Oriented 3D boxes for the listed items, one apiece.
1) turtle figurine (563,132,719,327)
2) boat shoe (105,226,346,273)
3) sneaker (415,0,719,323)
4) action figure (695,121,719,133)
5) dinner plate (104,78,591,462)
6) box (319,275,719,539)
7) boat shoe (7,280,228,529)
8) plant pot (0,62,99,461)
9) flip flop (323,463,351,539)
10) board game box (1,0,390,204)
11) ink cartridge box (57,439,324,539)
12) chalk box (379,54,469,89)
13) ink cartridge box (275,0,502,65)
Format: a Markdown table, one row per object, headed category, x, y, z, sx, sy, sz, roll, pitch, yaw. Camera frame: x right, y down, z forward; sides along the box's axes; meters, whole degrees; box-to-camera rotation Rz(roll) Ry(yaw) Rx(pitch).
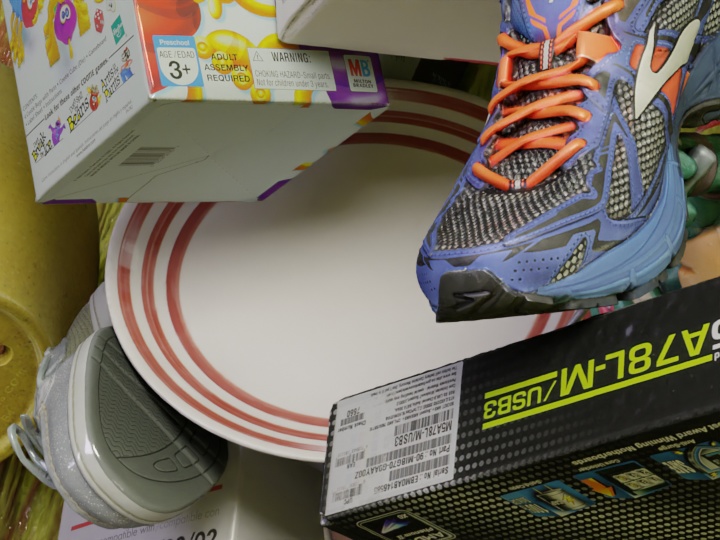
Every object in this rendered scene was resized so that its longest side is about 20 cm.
| category | x | y | z | sx | sy | sz | roll | pitch | yaw |
| --- | --- | --- | --- | --- | --- | --- | --- | --- | --- |
| turtle figurine | 0.139 | 0.000 | 0.742 | 0.200 | 0.150 | 0.101 | -24 | 30 | 26 |
| boat shoe | -0.057 | -0.006 | 1.005 | 0.200 | 0.064 | 0.071 | 4 | 70 | 49 |
| sneaker | 0.062 | -0.055 | 0.661 | 0.075 | 0.079 | 0.200 | -8 | 32 | 31 |
| action figure | 0.160 | -0.127 | 0.841 | 0.099 | 0.065 | 0.201 | -6 | 61 | 38 |
| dinner plate | 0.000 | 0.000 | 0.892 | 0.199 | 0.024 | 0.201 | -2 | 50 | 3 |
| box | 0.123 | 0.066 | 0.657 | 0.200 | 0.193 | 0.048 | -20 | 51 | 39 |
| boat shoe | -0.100 | 0.058 | 0.902 | 0.065 | 0.074 | 0.202 | -43 | 18 | 9 |
| plant pot | -0.202 | 0.015 | 1.037 | 0.200 | 0.200 | 0.142 | -51 | 35 | 12 |
| flip flop | 0.021 | 0.088 | 0.847 | 0.081 | 0.058 | 0.200 | -14 | 46 | 4 |
| board game box | -0.074 | -0.137 | 0.863 | 0.105 | 0.103 | 0.201 | -32 | 66 | 53 |
| ink cartridge box | -0.070 | 0.141 | 0.925 | 0.115 | 0.068 | 0.201 | -19 | 53 | 39 |
| chalk box | -0.012 | -0.149 | 0.999 | 0.200 | 0.125 | 0.124 | 18 | 81 | 50 |
| ink cartridge box | 0.044 | -0.181 | 0.824 | 0.086 | 0.147 | 0.201 | 140 | 130 | -61 |
